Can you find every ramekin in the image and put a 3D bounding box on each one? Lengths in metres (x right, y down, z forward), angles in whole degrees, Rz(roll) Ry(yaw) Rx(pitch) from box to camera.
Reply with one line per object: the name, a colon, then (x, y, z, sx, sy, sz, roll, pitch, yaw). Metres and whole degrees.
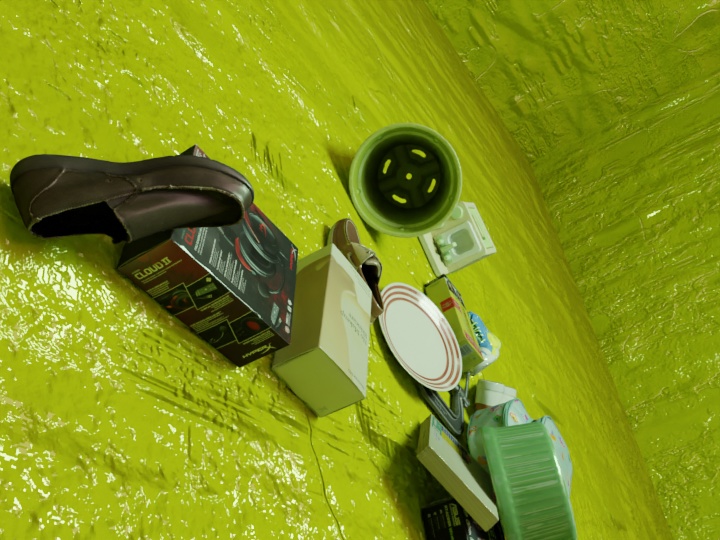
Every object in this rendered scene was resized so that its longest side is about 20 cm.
ramekin: (0.247, 0.321, 1.068, 0.200, 0.097, 0.202, -14, 90, -84)

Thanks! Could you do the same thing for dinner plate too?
dinner plate: (0.095, 0.112, 1.206, 0.200, 0.024, 0.201, 32, 37, -28)

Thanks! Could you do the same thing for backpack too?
backpack: (0.272, 0.325, 1.249, 0.201, 0.153, 0.176, 57, 27, -4)

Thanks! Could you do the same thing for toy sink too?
toy sink: (0.217, -0.074, 1.612, 0.131, 0.112, 0.200, 66, 22, 6)

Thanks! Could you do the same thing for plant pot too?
plant pot: (0.087, -0.171, 1.359, 0.201, 0.199, 0.184, 61, 10, -5)

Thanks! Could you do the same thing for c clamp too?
c clamp: (0.141, 0.195, 1.268, 0.200, 0.027, 0.172, 50, 30, -34)

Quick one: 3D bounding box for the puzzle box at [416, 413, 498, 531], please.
puzzle box: (0.136, 0.280, 1.032, 0.133, 0.025, 0.200, 46, 5, 5)

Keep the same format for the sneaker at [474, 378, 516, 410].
sneaker: (0.256, 0.262, 1.418, 0.200, 0.072, 0.085, 29, 70, -65)

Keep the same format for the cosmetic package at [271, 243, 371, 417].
cosmetic package: (-0.043, 0.071, 0.914, 0.105, 0.071, 0.201, 50, 25, -31)

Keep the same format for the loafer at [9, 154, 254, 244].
loafer: (-0.189, -0.050, 0.616, 0.198, 0.073, 0.071, -2, 60, -16)

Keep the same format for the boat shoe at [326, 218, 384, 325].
boat shoe: (0.000, 0.000, 1.089, 0.076, 0.071, 0.201, 39, 33, -47)

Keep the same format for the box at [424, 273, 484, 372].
box: (0.175, 0.096, 1.374, 0.075, 0.050, 0.201, 49, 18, -30)

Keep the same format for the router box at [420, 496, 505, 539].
router box: (0.161, 0.426, 0.994, 0.150, 0.062, 0.201, 39, 32, -48)

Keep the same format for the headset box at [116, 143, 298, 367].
headset box: (-0.155, -0.019, 0.752, 0.200, 0.075, 0.149, 48, 28, -35)

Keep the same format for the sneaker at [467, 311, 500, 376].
sneaker: (0.225, 0.144, 1.463, 0.105, 0.076, 0.200, 53, 14, 5)
